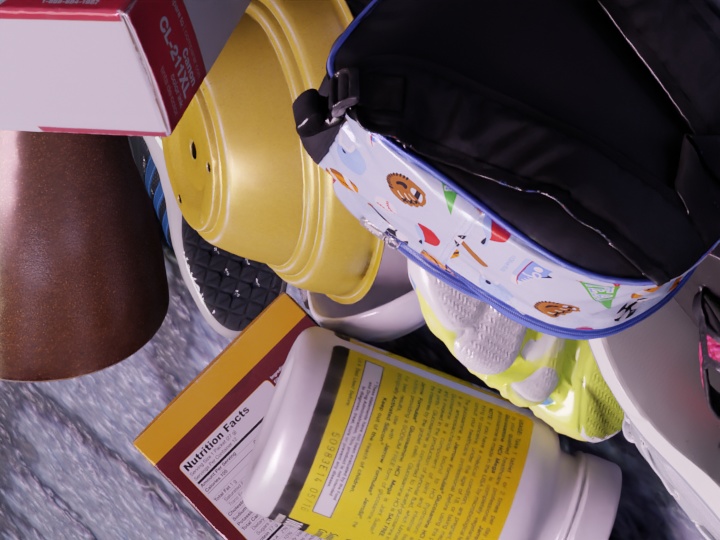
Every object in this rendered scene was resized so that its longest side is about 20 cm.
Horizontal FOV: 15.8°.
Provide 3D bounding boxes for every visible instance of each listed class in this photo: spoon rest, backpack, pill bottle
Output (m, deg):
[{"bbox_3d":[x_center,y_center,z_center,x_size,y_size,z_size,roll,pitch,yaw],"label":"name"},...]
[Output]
[{"bbox_3d":[0.000,0.000,1.546,0.061,0.099,0.200,60,165,-13],"label":"spoon rest"},{"bbox_3d":[0.087,-0.063,1.199,0.190,0.200,0.154,38,158,10],"label":"backpack"},{"bbox_3d":[0.042,0.116,1.474,0.199,0.113,0.113,21,154,-5],"label":"pill bottle"}]

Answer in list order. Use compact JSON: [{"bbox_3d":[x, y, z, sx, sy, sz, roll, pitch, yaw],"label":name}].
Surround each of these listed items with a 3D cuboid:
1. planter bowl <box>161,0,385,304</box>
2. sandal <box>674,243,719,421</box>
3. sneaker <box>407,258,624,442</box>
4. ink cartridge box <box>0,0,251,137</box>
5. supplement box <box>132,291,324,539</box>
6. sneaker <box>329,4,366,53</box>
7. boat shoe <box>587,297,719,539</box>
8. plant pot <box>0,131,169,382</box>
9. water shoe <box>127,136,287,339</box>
[{"bbox_3d":[-0.060,-0.073,1.447,0.200,0.083,0.202,169,90,-70],"label":"planter bowl"},{"bbox_3d":[0.211,0.066,1.325,0.200,0.045,0.075,55,155,-10],"label":"sandal"},{"bbox_3d":[0.070,0.023,1.430,0.200,0.076,0.105,47,170,-38],"label":"sneaker"},{"bbox_3d":[-0.131,-0.167,1.350,0.145,0.200,0.083,4,135,26],"label":"ink cartridge box"},{"bbox_3d":[-0.017,0.143,1.640,0.200,0.133,0.197,45,176,10],"label":"supplement box"},{"bbox_3d":[0.038,-0.074,1.356,0.071,0.099,0.201,24,146,41],"label":"sneaker"},{"bbox_3d":[0.174,0.088,1.388,0.201,0.070,0.071,52,152,-11],"label":"boat shoe"},{"bbox_3d":[-0.222,-0.061,1.753,0.187,0.187,0.201,33,135,33],"label":"plant pot"},{"bbox_3d":[-0.100,-0.054,1.641,0.079,0.071,0.201,160,92,-76],"label":"water shoe"}]
